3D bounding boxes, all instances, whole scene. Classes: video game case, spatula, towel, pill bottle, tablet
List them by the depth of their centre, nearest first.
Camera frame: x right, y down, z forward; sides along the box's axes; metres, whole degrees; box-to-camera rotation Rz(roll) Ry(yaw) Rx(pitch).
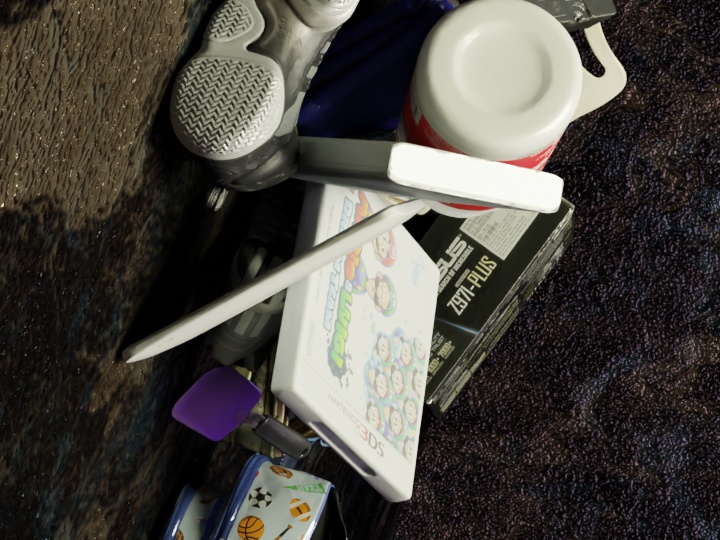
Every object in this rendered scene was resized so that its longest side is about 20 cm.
[{"bbox_3d":[-0.053,0.006,1.191,0.200,0.014,0.130,-28,179,11],"label":"tablet"},{"bbox_3d":[0.085,-0.106,1.301,0.200,0.112,0.112,108,4,-74],"label":"pill bottle"},{"bbox_3d":[0.001,0.040,1.326,0.182,0.024,0.200,48,42,-47],"label":"video game case"},{"bbox_3d":[0.014,-0.147,1.360,0.148,0.050,0.200,-34,170,7],"label":"towel"},{"bbox_3d":[-0.082,0.118,1.424,0.057,0.021,0.200,-46,153,3],"label":"spatula"}]

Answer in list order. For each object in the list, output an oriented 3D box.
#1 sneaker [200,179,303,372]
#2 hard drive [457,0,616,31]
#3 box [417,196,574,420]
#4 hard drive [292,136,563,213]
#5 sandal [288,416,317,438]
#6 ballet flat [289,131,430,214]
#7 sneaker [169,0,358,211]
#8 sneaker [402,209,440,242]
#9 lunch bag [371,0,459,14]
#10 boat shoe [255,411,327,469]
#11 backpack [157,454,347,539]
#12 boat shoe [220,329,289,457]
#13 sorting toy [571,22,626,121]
[{"bbox_3d":[-0.073,0.011,1.373,0.116,0.075,0.200,-60,177,27],"label":"sneaker"},{"bbox_3d":[0.105,-0.270,1.360,0.140,0.200,0.038,-17,176,-45],"label":"hard drive"},{"bbox_3d":[0.087,0.015,1.522,0.200,0.086,0.164,-53,170,-3],"label":"box"},{"bbox_3d":[0.019,-0.065,1.195,0.200,0.132,0.026,11,-89,58],"label":"hard drive"},{"bbox_3d":[-0.026,0.106,1.531,0.200,0.080,0.054,136,-57,-66],"label":"sandal"},{"bbox_3d":[0.024,-0.071,1.417,0.200,0.074,0.074,-19,131,-54],"label":"ballet flat"},{"bbox_3d":[-0.054,-0.130,1.131,0.200,0.075,0.114,-60,168,-25],"label":"sneaker"},{"bbox_3d":[0.048,-0.085,1.667,0.200,0.078,0.140,122,-30,-77],"label":"sneaker"},{"bbox_3d":[0.078,-0.237,1.493,0.168,0.139,0.200,-51,159,-34],"label":"lunch bag"},{"bbox_3d":[-0.048,0.127,1.745,0.084,0.069,0.200,-30,139,-77],"label":"boat shoe"},{"bbox_3d":[-0.090,0.245,1.475,0.191,0.154,0.200,-61,177,-14],"label":"backpack"},{"bbox_3d":[-0.062,0.054,1.510,0.073,0.063,0.200,-8,118,-80],"label":"boat shoe"},{"bbox_3d":[0.143,-0.201,1.643,0.107,0.180,0.200,-12,88,-66],"label":"sorting toy"}]
